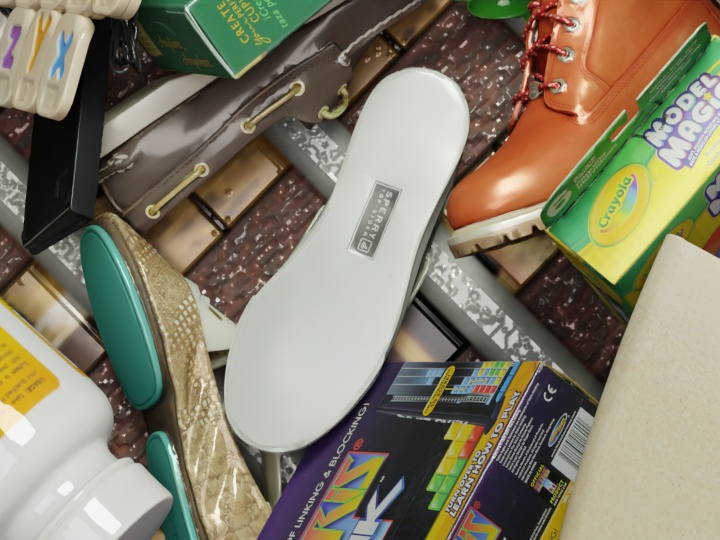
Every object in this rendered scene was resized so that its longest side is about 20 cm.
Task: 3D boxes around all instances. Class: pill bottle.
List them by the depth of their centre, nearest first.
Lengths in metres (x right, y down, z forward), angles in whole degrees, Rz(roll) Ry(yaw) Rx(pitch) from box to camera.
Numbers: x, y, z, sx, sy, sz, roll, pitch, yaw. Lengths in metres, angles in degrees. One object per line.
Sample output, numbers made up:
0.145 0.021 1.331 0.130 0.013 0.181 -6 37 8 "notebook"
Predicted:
-0.189 0.072 1.237 0.200 0.111 0.111 41 90 10 "pill bottle"

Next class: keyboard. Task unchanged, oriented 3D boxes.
-0.124 -0.116 1.231 0.021 0.127 0.201 11 70 -24 "keyboard"

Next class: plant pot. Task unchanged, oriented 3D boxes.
0.191 0.129 1.144 0.199 0.200 0.177 30 86 24 "plant pot"

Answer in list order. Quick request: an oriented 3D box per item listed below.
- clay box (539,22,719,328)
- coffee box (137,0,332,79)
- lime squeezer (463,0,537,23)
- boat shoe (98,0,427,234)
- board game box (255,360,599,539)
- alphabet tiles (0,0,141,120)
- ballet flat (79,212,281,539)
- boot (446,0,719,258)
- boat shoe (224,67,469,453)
0.152 -0.028 1.185 0.048 0.200 0.115 41 90 23 "clay box"
-0.015 -0.167 1.223 0.200 0.123 0.044 -41 109 -14 "coffee box"
0.083 -0.105 1.260 0.200 0.071 0.038 40 126 -22 "lime squeezer"
-0.042 -0.092 1.268 0.200 0.072 0.060 -32 100 -2 "boat shoe"
0.010 0.136 1.178 0.057 0.165 0.201 38 70 -25 "board game box"
-0.128 -0.168 1.219 0.015 0.200 0.197 15 91 -25 "alphabet tiles"
-0.080 0.064 1.271 0.065 0.070 0.201 -15 88 -25 "ballet flat"
0.095 -0.083 1.216 0.200 0.075 0.107 -38 102 -34 "boot"
0.000 0.000 1.259 0.070 0.064 0.201 28 84 9 "boat shoe"
